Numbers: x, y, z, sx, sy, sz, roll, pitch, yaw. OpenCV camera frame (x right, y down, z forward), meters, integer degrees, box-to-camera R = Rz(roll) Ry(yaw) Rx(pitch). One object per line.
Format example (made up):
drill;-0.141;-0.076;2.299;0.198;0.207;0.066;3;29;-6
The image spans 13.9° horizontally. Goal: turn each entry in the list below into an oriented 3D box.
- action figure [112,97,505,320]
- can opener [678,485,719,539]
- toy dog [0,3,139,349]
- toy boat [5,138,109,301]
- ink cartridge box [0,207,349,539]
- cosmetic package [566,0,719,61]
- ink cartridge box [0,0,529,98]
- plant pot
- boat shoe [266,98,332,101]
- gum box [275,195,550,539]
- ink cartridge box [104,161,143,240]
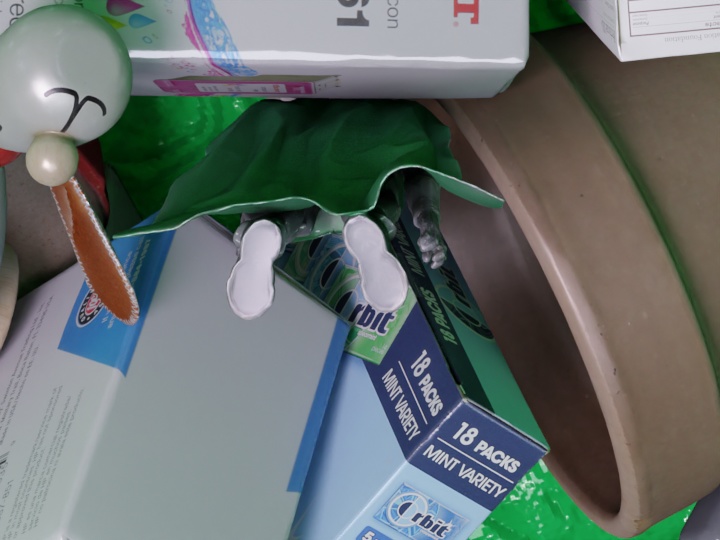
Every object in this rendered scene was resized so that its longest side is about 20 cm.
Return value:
action figure;-0.008;-0.029;0.978;0.118;0.200;0.055;-1;104;5
can opener;0.192;0.037;1.146;0.053;0.066;0.200;38;73;-15
toy dog;-0.137;-0.001;0.943;0.132;0.096;0.200;2;153;-8
toy boat;-0.192;-0.051;1.089;0.200;0.131;0.131;-12;146;18
ink cartridge box;-0.110;0.085;1.023;0.084;0.145;0.200;36;138;-24
cosmetic package;0.097;-0.126;1.007;0.051;0.200;0.083;-4;102;-1
ink cartridge box;-0.044;-0.133;0.974;0.200;0.085;0.145;0;85;-6
plant pot;0.128;-0.024;1.100;0.174;0.200;0.200;-25;120;-9
boat shoe;0.000;0.000;1.158;0.060;0.074;0.200;-7;123;1
gum box;-0.033;0.079;1.055;0.045;0.170;0.200;31;108;-29
ink cartridge box;-0.159;0.067;1.182;0.200;0.083;0.147;-22;120;8
